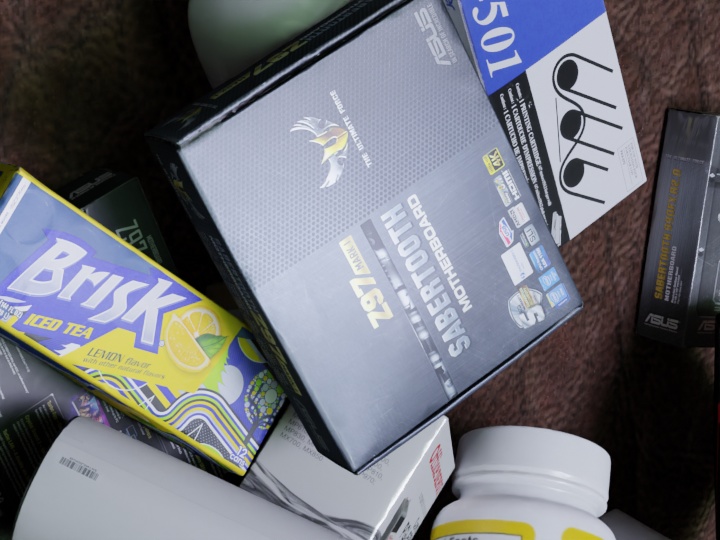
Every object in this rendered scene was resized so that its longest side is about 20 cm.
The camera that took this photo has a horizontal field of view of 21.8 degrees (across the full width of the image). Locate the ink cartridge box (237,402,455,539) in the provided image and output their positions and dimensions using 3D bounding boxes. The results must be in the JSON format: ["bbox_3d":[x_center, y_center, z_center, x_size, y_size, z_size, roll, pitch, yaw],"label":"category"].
[{"bbox_3d":[-0.031,0.158,1.049,0.200,0.083,0.147,-58,168,-11],"label":"ink cartridge box"}]

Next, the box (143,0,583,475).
[{"bbox_3d":[0.006,-0.023,0.939,0.157,0.051,0.200,-34,112,-17],"label":"box"}]

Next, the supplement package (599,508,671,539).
[{"bbox_3d":[0.175,0.283,1.248,0.113,0.109,0.201,-23,113,-22],"label":"supplement package"}]

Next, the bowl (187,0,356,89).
[{"bbox_3d":[0.023,-0.126,1.015,0.200,0.075,0.200,-44,128,-17],"label":"bowl"}]

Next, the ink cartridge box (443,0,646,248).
[{"bbox_3d":[0.088,-0.111,0.994,0.094,0.044,0.200,-37,126,-25],"label":"ink cartridge box"}]

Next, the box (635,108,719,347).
[{"bbox_3d":[0.289,-0.026,1.311,0.199,0.048,0.159,1,99,-36],"label":"box"}]

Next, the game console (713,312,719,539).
[{"bbox_3d":[0.250,0.139,1.238,0.200,0.031,0.177,75,17,-53],"label":"game console"}]

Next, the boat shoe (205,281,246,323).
[{"bbox_3d":[0.000,0.000,1.095,0.200,0.072,0.076,-23,97,-33],"label":"boat shoe"}]

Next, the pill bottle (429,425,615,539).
[{"bbox_3d":[0.093,0.201,1.113,0.114,0.114,0.201,27,62,-37],"label":"pill bottle"}]

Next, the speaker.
[{"bbox_3d":[-0.069,0.148,0.936,0.199,0.081,0.081,24,84,6],"label":"speaker"}]

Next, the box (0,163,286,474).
[{"bbox_3d":[-0.127,0.024,0.938,0.200,0.064,0.070,37,77,-35],"label":"box"}]

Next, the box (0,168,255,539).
[{"bbox_3d":[-0.156,0.070,1.004,0.160,0.043,0.200,-35,119,-26],"label":"box"}]
